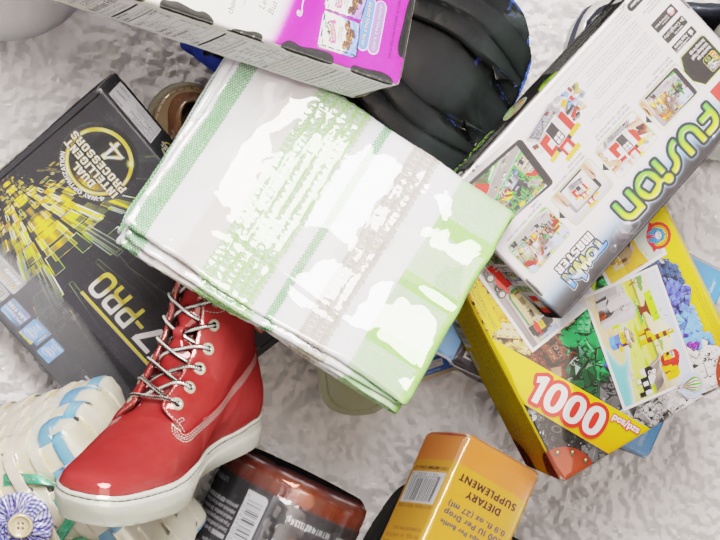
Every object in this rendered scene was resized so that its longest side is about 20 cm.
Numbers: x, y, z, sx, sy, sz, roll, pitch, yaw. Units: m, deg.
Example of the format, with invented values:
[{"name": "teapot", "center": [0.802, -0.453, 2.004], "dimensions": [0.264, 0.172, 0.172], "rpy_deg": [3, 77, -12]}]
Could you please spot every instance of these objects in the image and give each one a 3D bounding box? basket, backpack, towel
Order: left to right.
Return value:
[{"name": "basket", "center": [-0.218, 0.169, 1.182], "dimensions": [0.199, 0.139, 0.177], "rpy_deg": [-30, 103, 25]}, {"name": "towel", "center": [-0.024, -0.029, 1.081], "dimensions": [0.199, 0.031, 0.150], "rpy_deg": [32, 78, -3]}, {"name": "backpack", "center": [0.006, -0.155, 1.197], "dimensions": [0.199, 0.168, 0.163], "rpy_deg": [34, 89, -11]}]

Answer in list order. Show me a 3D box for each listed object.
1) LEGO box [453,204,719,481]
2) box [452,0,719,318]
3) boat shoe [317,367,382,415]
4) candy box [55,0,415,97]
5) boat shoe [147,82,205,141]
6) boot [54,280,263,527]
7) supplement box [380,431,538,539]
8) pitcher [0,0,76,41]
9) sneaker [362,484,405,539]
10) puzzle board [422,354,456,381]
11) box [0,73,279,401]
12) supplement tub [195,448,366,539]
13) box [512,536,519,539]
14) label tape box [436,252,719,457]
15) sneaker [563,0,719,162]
[{"name": "LEGO box", "center": [0.138, 0.012, 1.209], "dimensions": [0.148, 0.077, 0.201], "rpy_deg": [-30, 98, -10]}, {"name": "box", "center": [0.150, -0.079, 1.152], "dimensions": [0.110, 0.035, 0.200], "rpy_deg": [45, 82, -10]}, {"name": "boat shoe", "center": [0.002, 0.000, 1.192], "dimensions": [0.074, 0.066, 0.200], "rpy_deg": [-2, 128, 0]}, {"name": "candy box", "center": [-0.064, -0.192, 1.044], "dimensions": [0.199, 0.061, 0.137], "rpy_deg": [16, 78, -27]}, {"name": "boat shoe", "center": [-0.074, -0.038, 1.233], "dimensions": [0.076, 0.072, 0.200], "rpy_deg": [-41, 102, -9]}, {"name": "boot", "center": [-0.115, 0.058, 1.086], "dimensions": [0.072, 0.200, 0.145], "rpy_deg": [12, 110, 20]}, {"name": "supplement box", "center": [0.043, 0.210, 1.214], "dimensions": [0.066, 0.069, 0.201], "rpy_deg": [30, 77, -20]}, {"name": "pitcher", "center": [-0.239, -0.199, 1.116], "dimensions": [0.170, 0.200, 0.122], "rpy_deg": [-12, 96, -13]}, {"name": "sneaker", "center": [0.020, 0.254, 1.270], "dimensions": [0.086, 0.080, 0.201], "rpy_deg": [36, 85, -15]}, {"name": "puzzle board", "center": [0.083, -0.014, 1.306], "dimensions": [0.199, 0.017, 0.152], "rpy_deg": [-18, 98, -13]}, {"name": "box", "center": [-0.156, -0.002, 1.196], "dimensions": [0.161, 0.049, 0.200], "rpy_deg": [-36, 102, 18]}, {"name": "supplement tub", "center": [-0.081, 0.226, 1.229], "dimensions": [0.106, 0.107, 0.201], "rpy_deg": [25, 87, -15]}, {"name": "box", "center": [0.124, 0.302, 1.238], "dimensions": [0.117, 0.197, 0.201], "rpy_deg": [28, 85, -15]}, {"name": "label tape box", "center": [0.137, 0.023, 1.282], "dimensions": [0.199, 0.066, 0.144], "rpy_deg": [26, 87, -11]}, {"name": "sneaker", "center": [0.250, -0.131, 1.285], "dimensions": [0.199, 0.130, 0.080], "rpy_deg": [32, 85, -14]}]
